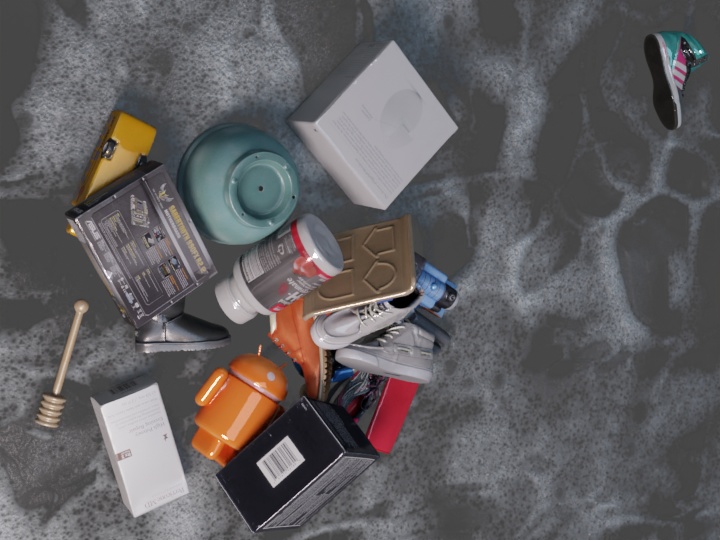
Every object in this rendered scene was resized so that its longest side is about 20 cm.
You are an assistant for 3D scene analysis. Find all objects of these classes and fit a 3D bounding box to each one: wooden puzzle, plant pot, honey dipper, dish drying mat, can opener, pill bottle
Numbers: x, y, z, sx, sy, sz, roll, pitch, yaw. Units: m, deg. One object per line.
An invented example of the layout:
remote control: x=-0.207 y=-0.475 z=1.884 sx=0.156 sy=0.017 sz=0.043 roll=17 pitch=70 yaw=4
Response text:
wooden puzzle: x=0.000 y=0.000 z=1.662 sx=0.199 sy=0.186 sz=0.046 roll=-17 pitch=130 yaw=14
plant pot: x=-0.179 y=-0.134 z=1.606 sx=0.199 sy=0.134 sz=0.202 roll=-5 pitch=100 yaw=-27
honey dipper: x=-0.458 y=0.141 z=1.555 sx=0.038 sy=0.038 sz=0.201 roll=17 pitch=89 yaw=-30
dish drying mat: x=0.065 y=0.239 z=1.866 sx=0.077 sy=0.018 sz=0.201 roll=25 pitch=85 yaw=-37
can opener: x=0.089 y=0.089 z=1.832 sx=0.053 sy=0.067 sz=0.200 roll=-46 pitch=127 yaw=12
pill bottle: x=-0.135 y=0.003 z=1.626 sx=0.199 sy=0.111 sz=0.111 roll=-32 pitch=117 yaw=19

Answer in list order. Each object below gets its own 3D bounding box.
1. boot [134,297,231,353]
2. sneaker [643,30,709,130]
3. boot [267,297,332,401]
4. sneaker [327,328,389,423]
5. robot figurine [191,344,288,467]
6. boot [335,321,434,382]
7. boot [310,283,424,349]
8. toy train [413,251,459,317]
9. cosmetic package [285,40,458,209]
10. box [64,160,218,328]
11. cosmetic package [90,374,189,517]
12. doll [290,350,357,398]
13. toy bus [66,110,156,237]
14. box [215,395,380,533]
boot: x=-0.287 y=0.027 z=1.619 sx=0.164 sy=0.066 sz=0.201 roll=-3 pitch=95 yaw=-30
sneaker: x=0.656 y=-0.398 z=2.051 sx=0.120 sy=0.084 sz=0.201 roll=-20 pitch=106 yaw=-15
boot: x=-0.102 y=0.131 z=1.706 sx=0.106 sy=0.075 sz=0.201 roll=-7 pitch=85 yaw=4
sneaker: x=0.016 y=0.197 z=1.801 sx=0.081 sy=0.075 sz=0.201 roll=38 pitch=79 yaw=-28
robot figurine: x=-0.197 y=0.223 z=1.664 sx=0.143 sy=0.117 sz=0.201 roll=33 pitch=80 yaw=-3
boot: x=0.045 y=0.131 z=1.747 sx=0.199 sy=0.073 sz=0.096 roll=18 pitch=71 yaw=-35
boot: x=0.014 y=0.065 z=1.660 sx=0.199 sy=0.096 sz=0.074 roll=-22 pitch=78 yaw=-36
toy train: x=0.092 y=0.015 z=1.789 sx=0.200 sy=0.114 sz=0.087 roll=33 pitch=83 yaw=-28
cosmetic package: x=0.020 y=-0.246 z=1.701 sx=0.200 sy=0.123 sz=0.200 roll=-48 pitch=117 yaw=-15
box: x=-0.325 y=-0.040 z=1.507 sx=0.158 sy=0.048 sz=0.201 roll=-37 pitch=120 yaw=-25
cosmetic package: x=-0.354 y=0.281 z=1.615 sx=0.101 sy=0.074 sz=0.201 roll=-21 pitch=107 yaw=-23
doll: x=-0.056 y=0.141 z=1.763 sx=0.136 sy=0.048 sz=0.201 roll=22 pitch=89 yaw=-11
toy bus: x=-0.382 y=-0.140 z=1.525 sx=0.065 sy=0.078 sz=0.201 roll=25 pitch=86 yaw=-31
box: x=-0.100 y=0.321 z=1.651 sx=0.200 sy=0.123 sz=0.198 roll=-41 pitch=159 yaw=5
